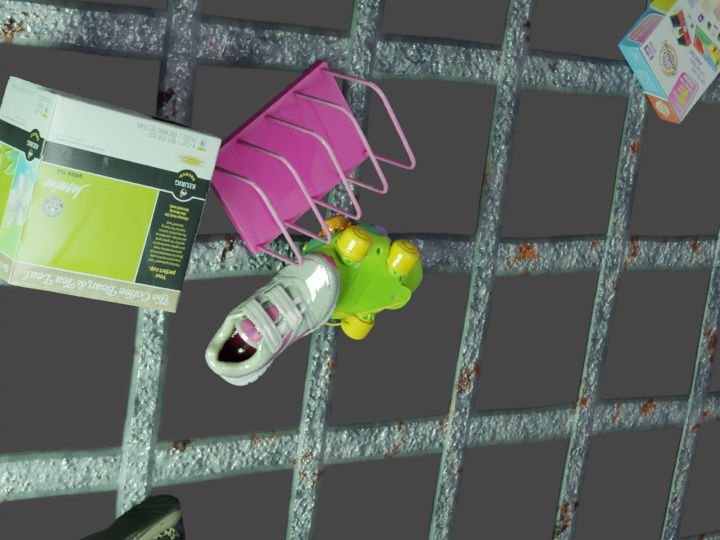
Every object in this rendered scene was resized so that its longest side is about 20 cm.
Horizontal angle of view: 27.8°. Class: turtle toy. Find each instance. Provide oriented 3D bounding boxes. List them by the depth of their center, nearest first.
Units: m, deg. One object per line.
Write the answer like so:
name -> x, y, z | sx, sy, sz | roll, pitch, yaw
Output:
turtle toy -> 0.000, 0.000, 1.776 | 0.199, 0.101, 0.146 | 14, 122, -38

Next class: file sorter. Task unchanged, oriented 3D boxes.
file sorter -> -0.055, -0.120, 1.684 | 0.200, 0.125, 0.140 | -42, 125, -19

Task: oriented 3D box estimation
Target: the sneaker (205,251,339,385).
sneaker -> -0.102, 0.060, 1.680 | 0.200, 0.081, 0.088 | -48, 171, 11

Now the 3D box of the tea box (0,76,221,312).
tea box -> -0.280, -0.077, 1.523 | 0.199, 0.133, 0.199 | 13, 95, -38

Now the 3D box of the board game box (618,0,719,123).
board game box -> 0.466, -0.335, 2.062 | 0.200, 0.040, 0.153 | -50, 127, -14

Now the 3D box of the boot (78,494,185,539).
boot -> -0.276, 0.374, 1.709 | 0.199, 0.073, 0.152 | -34, 122, -30
